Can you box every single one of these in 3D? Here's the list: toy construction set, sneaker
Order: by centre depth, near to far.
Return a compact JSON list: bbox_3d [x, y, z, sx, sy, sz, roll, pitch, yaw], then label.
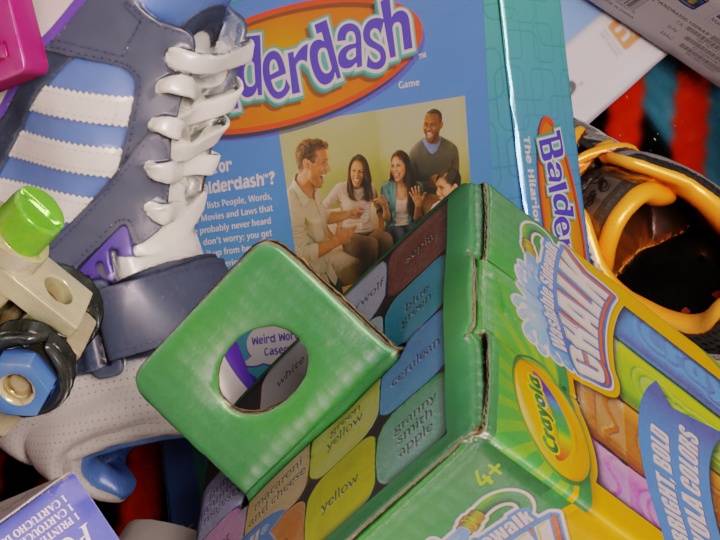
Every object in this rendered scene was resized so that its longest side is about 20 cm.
[{"bbox_3d":[-0.157,0.014,0.790,0.131,0.200,0.092,39,44,-13],"label":"toy construction set"},{"bbox_3d":[-0.059,-0.020,0.847,0.147,0.200,0.081,47,20,10],"label":"sneaker"},{"bbox_3d":[0.077,-0.018,0.901,0.200,0.077,0.078,31,71,29],"label":"sneaker"}]

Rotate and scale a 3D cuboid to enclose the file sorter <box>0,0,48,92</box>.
[{"bbox_3d":[-0.207,-0.135,0.802,0.125,0.138,0.201,-5,79,-59],"label":"file sorter"}]

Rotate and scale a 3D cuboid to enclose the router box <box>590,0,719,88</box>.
[{"bbox_3d":[0.099,-0.197,1.015,0.199,0.049,0.180,30,61,-20],"label":"router box"}]

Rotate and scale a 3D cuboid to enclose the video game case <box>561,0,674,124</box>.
[{"bbox_3d":[-0.001,-0.111,0.982,0.182,0.022,0.200,-41,97,-26],"label":"video game case"}]

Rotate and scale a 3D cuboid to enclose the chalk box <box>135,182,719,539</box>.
[{"bbox_3d":[0.032,0.073,0.732,0.200,0.125,0.124,35,28,-19],"label":"chalk box"}]

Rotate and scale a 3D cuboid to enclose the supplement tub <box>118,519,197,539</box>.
[{"bbox_3d":[-0.066,0.192,0.811,0.144,0.144,0.201,34,70,-14],"label":"supplement tub"}]

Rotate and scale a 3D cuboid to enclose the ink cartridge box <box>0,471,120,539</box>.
[{"bbox_3d":[-0.137,0.113,0.769,0.094,0.200,0.044,-36,94,-26],"label":"ink cartridge box"}]

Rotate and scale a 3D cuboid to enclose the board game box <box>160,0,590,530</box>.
[{"bbox_3d":[0.000,0.000,0.876,0.045,0.151,0.201,-4,88,-59],"label":"board game box"}]
